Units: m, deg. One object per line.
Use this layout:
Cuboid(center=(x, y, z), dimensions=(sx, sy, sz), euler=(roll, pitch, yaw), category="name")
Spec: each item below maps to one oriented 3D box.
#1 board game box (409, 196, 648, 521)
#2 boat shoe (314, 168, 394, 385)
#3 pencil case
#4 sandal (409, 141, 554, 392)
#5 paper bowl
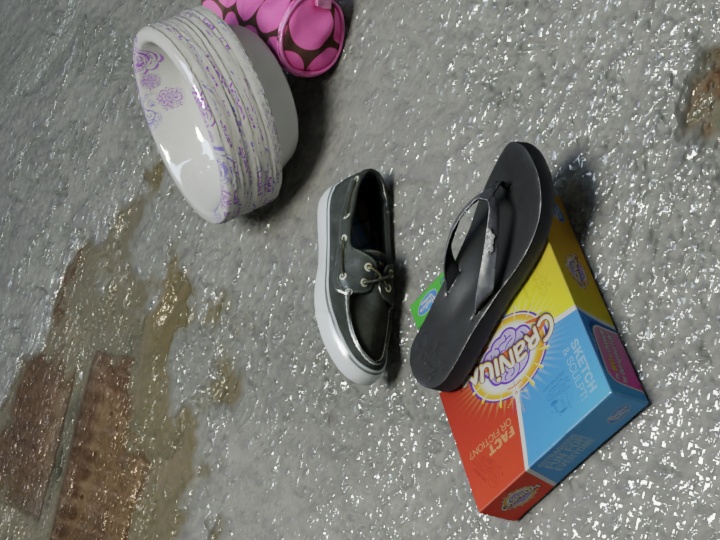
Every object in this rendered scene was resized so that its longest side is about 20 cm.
Cuboid(center=(0.121, 0.061, 1.179), dimensions=(0.153, 0.040, 0.201), euler=(-48, 42, 31), category="board game box")
Cuboid(center=(0.000, 0.000, 1.346), dimensions=(0.056, 0.068, 0.202), euler=(-37, 47, 39), category="boat shoe")
Cuboid(center=(-0.088, -0.262, 1.556), dimensions=(0.200, 0.090, 0.094), euler=(38, 102, 50), category="pencil case")
Cuboid(center=(0.088, -0.002, 1.176), dimensions=(0.076, 0.043, 0.202), euler=(35, 104, 53), category="sandal")
Cuboid(center=(-0.133, -0.155, 1.512), dimensions=(0.201, 0.104, 0.202), euler=(49, 154, 34), category="paper bowl")
